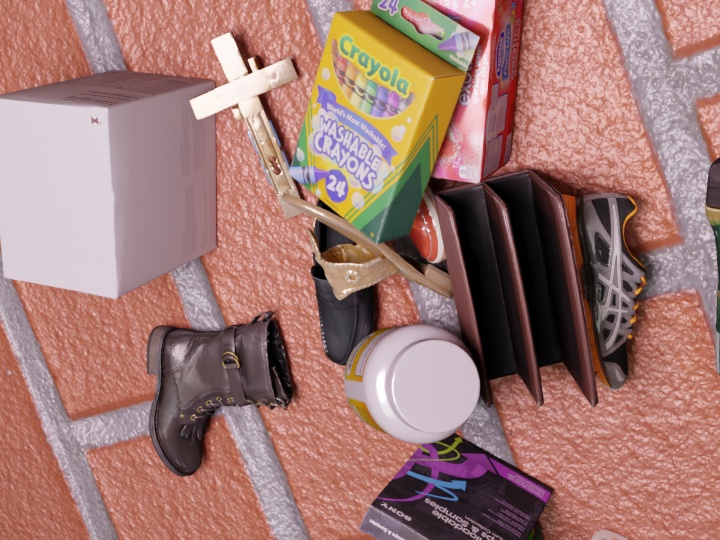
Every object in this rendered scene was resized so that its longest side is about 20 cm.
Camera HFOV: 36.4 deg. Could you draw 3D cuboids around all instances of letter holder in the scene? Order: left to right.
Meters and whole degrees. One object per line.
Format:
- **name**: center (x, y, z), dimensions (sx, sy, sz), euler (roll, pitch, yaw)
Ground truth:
- **letter holder**: center (0.144, 0.026, 1.008), dimensions (0.100, 0.142, 0.202), euler (-14, 107, -2)

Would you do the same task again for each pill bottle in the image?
- **pill bottle**: center (0.051, 0.108, 1.058), dimensions (0.110, 0.200, 0.112), euler (1, 86, -9)

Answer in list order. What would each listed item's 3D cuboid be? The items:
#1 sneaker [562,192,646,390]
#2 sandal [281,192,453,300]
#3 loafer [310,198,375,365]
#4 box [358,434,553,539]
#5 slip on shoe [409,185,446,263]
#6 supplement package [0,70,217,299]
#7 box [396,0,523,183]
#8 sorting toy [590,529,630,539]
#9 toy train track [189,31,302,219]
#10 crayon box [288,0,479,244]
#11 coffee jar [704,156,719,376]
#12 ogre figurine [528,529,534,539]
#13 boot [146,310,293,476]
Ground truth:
- **sneaker**: center (0.234, 0.020, 1.031), dimensions (0.076, 0.078, 0.202), euler (-13, 110, 3)
- **sandal**: center (0.003, 0.001, 1.067), dimensions (0.211, 0.077, 0.070), euler (26, 88, -29)
- **loafer**: center (-0.025, 0.006, 1.140), dimensions (0.068, 0.070, 0.203), euler (16, 113, 36)
- **box**: center (0.100, 0.236, 1.086), dimensions (0.142, 0.200, 0.036), euler (28, 115, 14)
- **slip on shoe**: center (0.019, -0.088, 1.086), dimensions (0.201, 0.061, 0.074), euler (55, 161, 1)
- **supplement package**: center (-0.261, -0.098, 1.147), dimensions (0.146, 0.200, 0.193), euler (9, 109, 22)
- **box**: center (0.090, -0.192, 1.012), dimensions (0.095, 0.100, 0.202), euler (11, 111, 21)
- **sorting toy**: center (0.259, 0.394, 1.075), dimensions (0.106, 0.180, 0.202), euler (7, 109, 23)
- **toy train track**: center (-0.105, -0.153, 1.153), dimensions (0.114, 0.033, 0.201), euler (-21, 104, 5)
- **crayon box**: center (0.015, -0.143, 0.979), dimensions (0.126, 0.051, 0.201), euler (39, 126, 29)
- **coffee jar**: center (0.359, -0.004, 0.956), dimensions (0.103, 0.085, 0.202), euler (0, 107, 28)
- **ogre figurine**: center (0.144, 0.320, 1.139), dimensions (0.198, 0.120, 0.099), euler (-1, 102, 23)
- **boot**: center (-0.156, 0.146, 1.251), dimensions (0.173, 0.069, 0.202), euler (0, 104, 25)
